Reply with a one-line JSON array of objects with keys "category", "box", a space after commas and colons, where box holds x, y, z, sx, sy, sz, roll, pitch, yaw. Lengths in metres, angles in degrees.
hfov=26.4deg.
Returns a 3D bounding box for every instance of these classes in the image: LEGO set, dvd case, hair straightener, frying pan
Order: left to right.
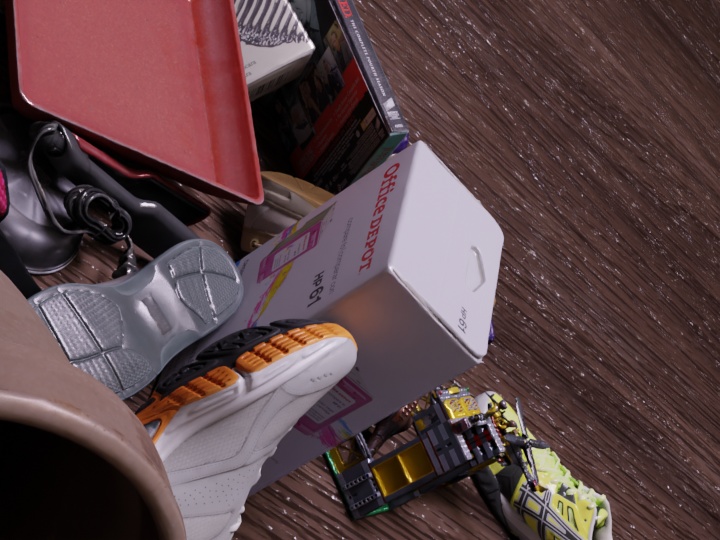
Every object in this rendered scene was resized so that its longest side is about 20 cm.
[{"category": "frying pan", "box": [-0.187, -0.063, 0.935, 0.115, 0.031, 0.190, 60, 29, -3]}, {"category": "hair straightener", "box": [-0.139, -0.034, 0.920, 0.200, 0.041, 0.077, 45, 28, -63]}, {"category": "dvd case", "box": [-0.035, -0.153, 1.164, 0.022, 0.146, 0.200, -14, 70, -30]}, {"category": "LEGO set", "box": [0.052, 0.088, 1.077, 0.200, 0.116, 0.154, 13, 51, -55]}]

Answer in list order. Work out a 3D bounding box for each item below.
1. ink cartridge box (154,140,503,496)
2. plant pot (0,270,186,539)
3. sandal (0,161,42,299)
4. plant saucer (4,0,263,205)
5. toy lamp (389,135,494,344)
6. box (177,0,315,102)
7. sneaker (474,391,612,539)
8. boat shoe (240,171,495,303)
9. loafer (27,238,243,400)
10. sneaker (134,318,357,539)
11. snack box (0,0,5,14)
[{"category": "ink cartridge box", "box": [-0.020, 0.031, 0.923, 0.085, 0.200, 0.145, 47, 29, -21]}, {"category": "plant pot", "box": [-0.184, 0.076, 0.641, 0.200, 0.200, 0.175, 38, 17, -35]}, {"category": "sandal", "box": [-0.203, -0.052, 0.777, 0.075, 0.045, 0.200, 52, -5, 30]}, {"category": "plant saucer", "box": [-0.154, -0.147, 0.983, 0.200, 0.037, 0.200, 23, 47, -46]}, {"category": "toy lamp", "box": [0.055, -0.025, 1.267, 0.058, 0.058, 0.200, 1, 62, -59]}, {"category": "box", "box": [-0.118, -0.220, 1.127, 0.200, 0.082, 0.068, 59, -16, 3]}, {"category": "sneaker", "box": [0.152, 0.179, 1.198, 0.200, 0.076, 0.075, 60, 29, 5]}, {"category": "boat shoe", "box": [0.000, 0.000, 1.044, 0.200, 0.069, 0.074, 30, 14, 30]}, {"category": "loafer", "box": [-0.145, 0.040, 0.864, 0.200, 0.063, 0.072, -27, 88, -52]}, {"category": "sneaker", "box": [-0.080, 0.102, 0.807, 0.092, 0.200, 0.076, 61, -12, -17]}, {"category": "snack box", "box": [-0.241, -0.259, 1.028, 0.116, 0.037, 0.200, 5, 58, -56]}]
